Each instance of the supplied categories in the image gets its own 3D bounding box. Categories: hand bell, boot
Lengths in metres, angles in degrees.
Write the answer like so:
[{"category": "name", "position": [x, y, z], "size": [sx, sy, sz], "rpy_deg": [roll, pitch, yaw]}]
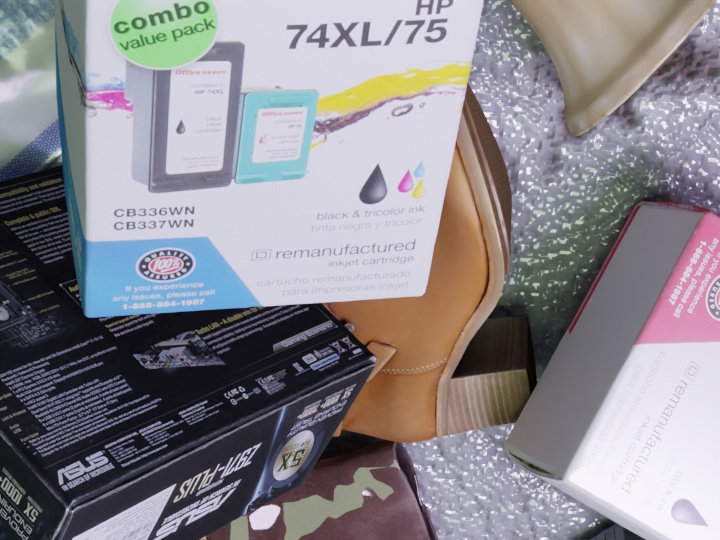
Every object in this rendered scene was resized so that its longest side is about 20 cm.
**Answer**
[{"category": "hand bell", "position": [0.055, -0.164, 0.717], "size": [0.200, 0.104, 0.104], "rpy_deg": [42, 114, -6]}, {"category": "boot", "position": [-0.034, 0.186, 0.915], "size": [0.165, 0.073, 0.201], "rpy_deg": [-11, 121, 7]}, {"category": "boot", "position": [0.000, 0.000, 0.816], "size": [0.154, 0.077, 0.201], "rpy_deg": [-5, 127, 10]}]

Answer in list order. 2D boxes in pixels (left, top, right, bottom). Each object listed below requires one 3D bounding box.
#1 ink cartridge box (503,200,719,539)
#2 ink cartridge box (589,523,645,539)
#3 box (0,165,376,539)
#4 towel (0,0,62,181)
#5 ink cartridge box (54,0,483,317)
[{"category": "ink cartridge box", "position": [0.194, 0.079, 0.804], "size": [0.199, 0.085, 0.146], "rpy_deg": [30, 86, -16]}, {"category": "ink cartridge box", "position": [0.194, 0.218, 0.943], "size": [0.160, 0.047, 0.200], "rpy_deg": [-37, 117, 20]}, {"category": "box", "position": [-0.120, 0.042, 0.726], "size": [0.164, 0.200, 0.086], "rpy_deg": [43, 125, 18]}, {"category": "towel", "position": [-0.182, -0.128, 0.742], "size": [0.147, 0.024, 0.200], "rpy_deg": [-40, 112, -4]}, {"category": "ink cartridge box", "position": [-0.044, -0.105, 0.653], "size": [0.146, 0.147, 0.201], "rpy_deg": [-4, 136, -12]}]
